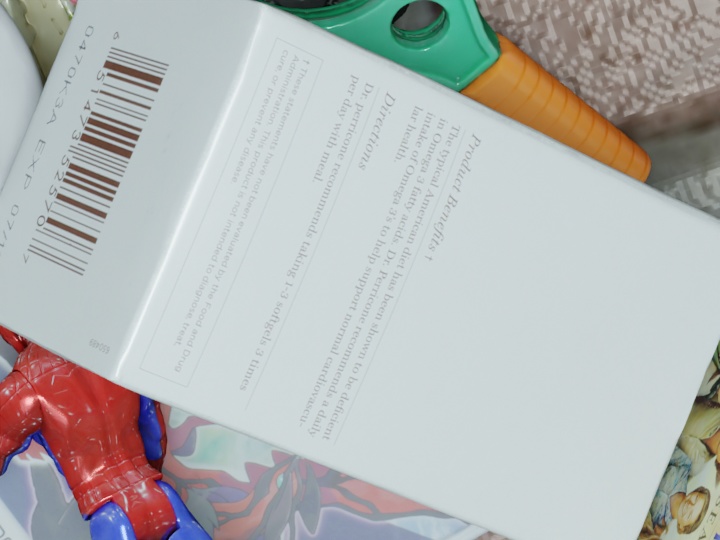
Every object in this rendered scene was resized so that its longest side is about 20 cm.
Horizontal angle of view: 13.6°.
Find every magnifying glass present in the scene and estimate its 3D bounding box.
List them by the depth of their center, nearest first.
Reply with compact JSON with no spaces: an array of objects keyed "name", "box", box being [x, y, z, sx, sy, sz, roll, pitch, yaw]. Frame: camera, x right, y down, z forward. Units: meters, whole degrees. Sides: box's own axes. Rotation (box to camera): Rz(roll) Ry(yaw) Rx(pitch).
[{"name":"magnifying glass","box":[0.024,-0.078,0.982,0.080,0.022,0.200,-40,129,21]}]

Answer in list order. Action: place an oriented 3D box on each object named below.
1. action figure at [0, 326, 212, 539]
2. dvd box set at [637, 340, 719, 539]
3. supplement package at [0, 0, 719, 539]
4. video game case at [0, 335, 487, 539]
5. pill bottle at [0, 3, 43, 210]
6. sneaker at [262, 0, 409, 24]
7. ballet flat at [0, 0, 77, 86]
[{"name":"action figure","box":[-0.078,0.098,0.984,0.065,0.099,0.201,-22,77,-31]},{"name":"dvd box set","box":[0.113,0.067,0.952,0.029,0.200,0.147,26,91,-16]},{"name":"supplement package","box":[0.000,0.000,0.921,0.199,0.117,0.117,24,88,-33]},{"name":"video game case","box":[-0.054,0.051,1.033,0.199,0.023,0.183,-31,115,7]},{"name":"pill bottle","box":[-0.199,-0.021,0.980,0.200,0.109,0.109,-32,99,37]},{"name":"sneaker","box":[-0.022,-0.164,0.991,0.113,0.076,0.201,-9,103,3]},{"name":"ballet flat","box":[-0.119,-0.071,1.017,0.075,0.064,0.201,-23,99,18]}]
